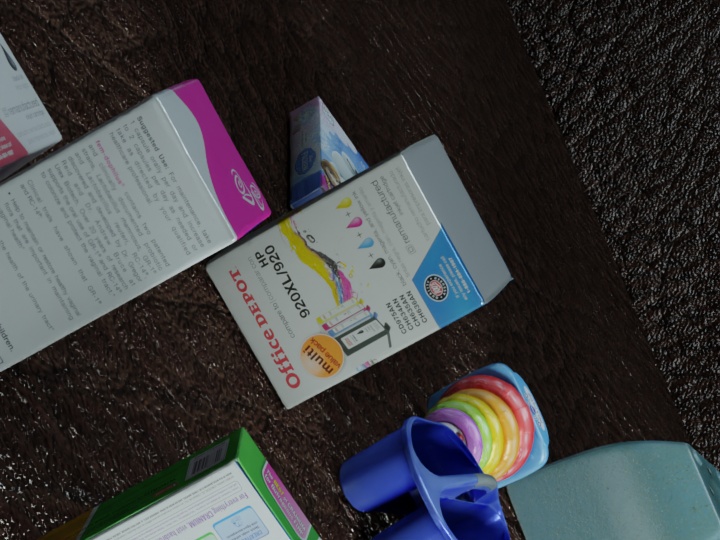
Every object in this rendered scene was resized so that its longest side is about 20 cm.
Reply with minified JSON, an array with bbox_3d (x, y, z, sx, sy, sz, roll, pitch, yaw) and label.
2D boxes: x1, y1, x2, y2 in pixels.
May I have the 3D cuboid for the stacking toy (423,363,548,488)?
[{"bbox_3d":[0.091,0.164,2.065,0.200,0.110,0.116,-9,73,-63],"label":"stacking toy"}]

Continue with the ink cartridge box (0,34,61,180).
[{"bbox_3d":[-0.290,-0.139,1.350,0.200,0.085,0.146,58,15,-4],"label":"ink cartridge box"}]

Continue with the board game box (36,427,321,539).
[{"bbox_3d":[-0.080,0.212,1.273,0.200,0.153,0.040,57,15,-18],"label":"board game box"}]

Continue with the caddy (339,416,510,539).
[{"bbox_3d":[0.068,0.203,1.865,0.142,0.105,0.200,67,16,17],"label":"caddy"}]

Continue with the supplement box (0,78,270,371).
[{"bbox_3d":[-0.170,-0.024,1.308,0.104,0.200,0.101,60,15,-4],"label":"supplement box"}]

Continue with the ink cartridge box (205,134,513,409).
[{"bbox_3d":[0.000,0.000,1.829,0.148,0.199,0.145,61,17,-2],"label":"ink cartridge box"}]

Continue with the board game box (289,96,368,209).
[{"bbox_3d":[-0.004,-0.053,2.216,0.200,0.043,0.199,53,16,-27],"label":"board game box"}]

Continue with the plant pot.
[{"bbox_3d":[0.307,0.292,2.315,0.196,0.199,0.197,39,26,-56],"label":"plant pot"}]
